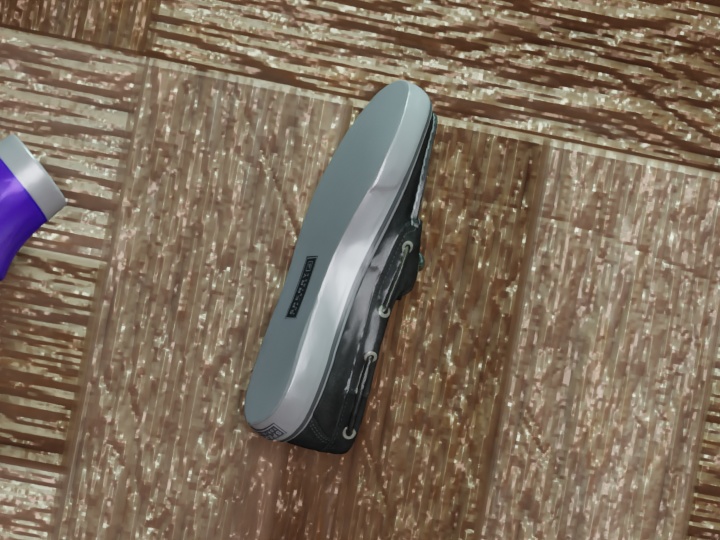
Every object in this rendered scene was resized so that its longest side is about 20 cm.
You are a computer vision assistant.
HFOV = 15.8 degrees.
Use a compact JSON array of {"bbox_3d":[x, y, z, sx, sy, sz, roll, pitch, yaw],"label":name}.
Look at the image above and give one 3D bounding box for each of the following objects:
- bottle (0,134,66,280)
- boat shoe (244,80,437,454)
[{"bbox_3d":[-0.241,0.009,1.314,0.200,0.065,0.084,-37,91,-8],"label":"bottle"},{"bbox_3d":[0.000,0.000,1.355,0.057,0.069,0.200,24,85,-25],"label":"boat shoe"}]
